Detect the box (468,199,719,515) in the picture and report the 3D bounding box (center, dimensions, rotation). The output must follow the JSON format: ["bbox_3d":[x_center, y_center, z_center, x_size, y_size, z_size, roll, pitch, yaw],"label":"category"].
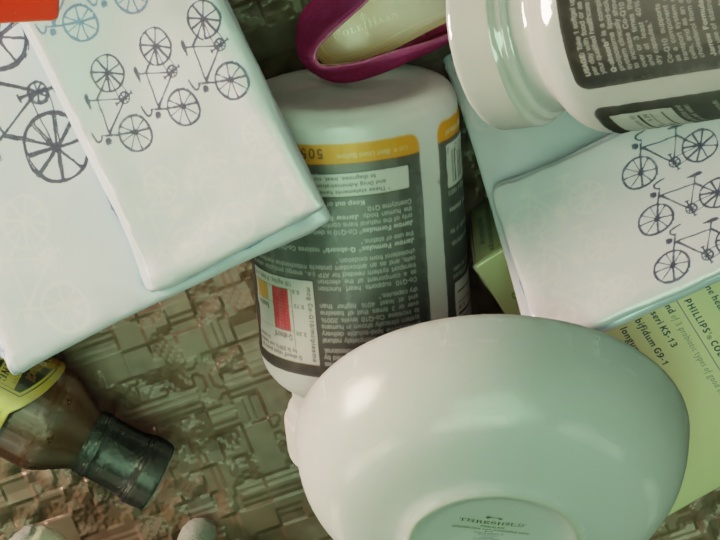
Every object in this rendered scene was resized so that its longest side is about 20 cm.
[{"bbox_3d":[0.185,0.003,1.247,0.199,0.097,0.176,-31,105,11],"label":"box"}]

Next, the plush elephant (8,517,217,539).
[{"bbox_3d":[-0.097,0.206,1.301,0.200,0.155,0.165,47,150,19],"label":"plush elephant"}]

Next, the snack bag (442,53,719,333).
[{"bbox_3d":[0.144,-0.074,1.175,0.188,0.201,0.021,-25,145,16],"label":"snack bag"}]

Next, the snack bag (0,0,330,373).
[{"bbox_3d":[-0.138,-0.069,1.177,0.199,0.021,0.189,-25,92,20],"label":"snack bag"}]

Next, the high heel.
[{"bbox_3d":[0.060,-0.151,1.198,0.199,0.096,0.068,-17,107,6],"label":"high heel"}]

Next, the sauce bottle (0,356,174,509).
[{"bbox_3d":[-0.197,0.067,1.293,0.199,0.065,0.065,29,107,-10],"label":"sauce bottle"}]

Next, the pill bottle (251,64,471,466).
[{"bbox_3d":[0.000,0.000,1.238,0.116,0.116,0.201,-3,108,2],"label":"pill bottle"}]

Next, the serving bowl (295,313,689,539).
[{"bbox_3d":[0.065,0.108,1.170,0.199,0.066,0.201,1,142,1],"label":"serving bowl"}]

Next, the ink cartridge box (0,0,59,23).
[{"bbox_3d":[-0.224,-0.215,1.145,0.162,0.201,0.057,-3,151,2],"label":"ink cartridge box"}]

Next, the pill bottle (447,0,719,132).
[{"bbox_3d":[0.149,-0.127,1.104,0.199,0.116,0.117,-7,110,28],"label":"pill bottle"}]
